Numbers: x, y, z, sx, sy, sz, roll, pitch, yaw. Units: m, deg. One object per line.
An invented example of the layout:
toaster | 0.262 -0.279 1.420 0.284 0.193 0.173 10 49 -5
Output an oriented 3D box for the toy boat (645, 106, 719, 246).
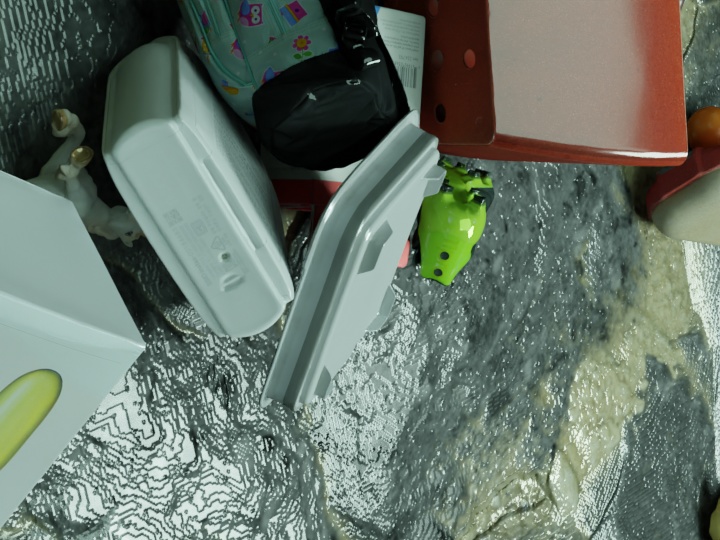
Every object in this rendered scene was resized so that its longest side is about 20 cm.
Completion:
toy boat | 0.364 -0.103 1.668 0.200 0.130 0.131 7 59 -45

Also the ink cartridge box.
ink cartridge box | -0.015 -0.105 1.308 0.116 0.067 0.201 4 90 -44

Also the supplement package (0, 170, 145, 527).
supplement package | -0.269 0.045 0.952 0.191 0.147 0.200 24 112 -43

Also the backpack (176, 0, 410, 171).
backpack | -0.056 -0.179 1.173 0.167 0.126 0.200 69 -3 -74

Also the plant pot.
plant pot | 0.130 -0.177 1.373 0.176 0.200 0.201 -11 100 -33

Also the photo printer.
photo printer | -0.112 -0.066 1.147 0.069 0.200 0.167 -27 116 7

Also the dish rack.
dish rack | 0.000 0.000 1.185 0.172 0.043 0.200 -51 166 -52

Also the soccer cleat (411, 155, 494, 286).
soccer cleat | 0.069 -0.043 1.355 0.200 0.067 0.081 -69 180 -76

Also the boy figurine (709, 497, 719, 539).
boy figurine | 0.409 0.264 1.759 0.124 0.064 0.200 50 56 -37

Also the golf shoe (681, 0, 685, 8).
golf shoe | 0.257 -0.219 1.582 0.200 0.077 0.088 -58 149 -22

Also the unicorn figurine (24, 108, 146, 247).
unicorn figurine | -0.208 -0.039 1.109 0.200 0.137 0.074 -19 67 -21
